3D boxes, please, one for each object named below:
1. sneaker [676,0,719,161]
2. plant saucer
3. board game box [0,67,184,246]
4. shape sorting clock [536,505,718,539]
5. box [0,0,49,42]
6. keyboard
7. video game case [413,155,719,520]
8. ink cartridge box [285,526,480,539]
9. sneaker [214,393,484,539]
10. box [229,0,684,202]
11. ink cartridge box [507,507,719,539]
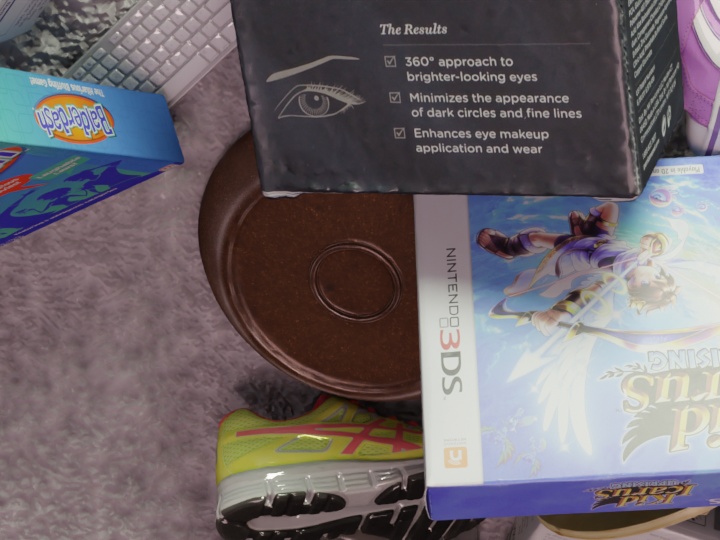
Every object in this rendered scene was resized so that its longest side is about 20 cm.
[{"bbox_3d":[0.159,-0.151,1.048,0.114,0.073,0.201,7,120,13],"label":"sneaker"},{"bbox_3d":[0.000,0.000,1.149,0.200,0.035,0.201,7,125,10],"label":"plant saucer"},{"bbox_3d":[-0.206,-0.052,1.053,0.152,0.200,0.045,-23,80,23],"label":"board game box"},{"bbox_3d":[0.182,0.083,1.107,0.200,0.200,0.039,-23,111,17],"label":"shape sorting clock"},{"bbox_3d":[-0.191,-0.194,0.951,0.105,0.200,0.184,44,117,4],"label":"box"},{"bbox_3d":[-0.092,-0.136,1.101,0.056,0.011,0.200,41,116,-20],"label":"keyboard"},{"bbox_3d":[0.128,0.031,1.028,0.199,0.182,0.045,-3,151,3],"label":"video game case"},{"bbox_3d":[-0.023,0.236,1.286,0.144,0.084,0.200,17,122,-7],"label":"ink cartridge box"},{"bbox_3d":[0.004,0.109,1.212,0.200,0.090,0.078,1,138,-24],"label":"sneaker"},{"bbox_3d":[0.046,-0.146,0.984,0.196,0.117,0.200,2,116,21],"label":"box"},{"bbox_3d":[0.165,0.202,1.287,0.162,0.050,0.200,18,139,-8],"label":"ink cartridge box"}]
